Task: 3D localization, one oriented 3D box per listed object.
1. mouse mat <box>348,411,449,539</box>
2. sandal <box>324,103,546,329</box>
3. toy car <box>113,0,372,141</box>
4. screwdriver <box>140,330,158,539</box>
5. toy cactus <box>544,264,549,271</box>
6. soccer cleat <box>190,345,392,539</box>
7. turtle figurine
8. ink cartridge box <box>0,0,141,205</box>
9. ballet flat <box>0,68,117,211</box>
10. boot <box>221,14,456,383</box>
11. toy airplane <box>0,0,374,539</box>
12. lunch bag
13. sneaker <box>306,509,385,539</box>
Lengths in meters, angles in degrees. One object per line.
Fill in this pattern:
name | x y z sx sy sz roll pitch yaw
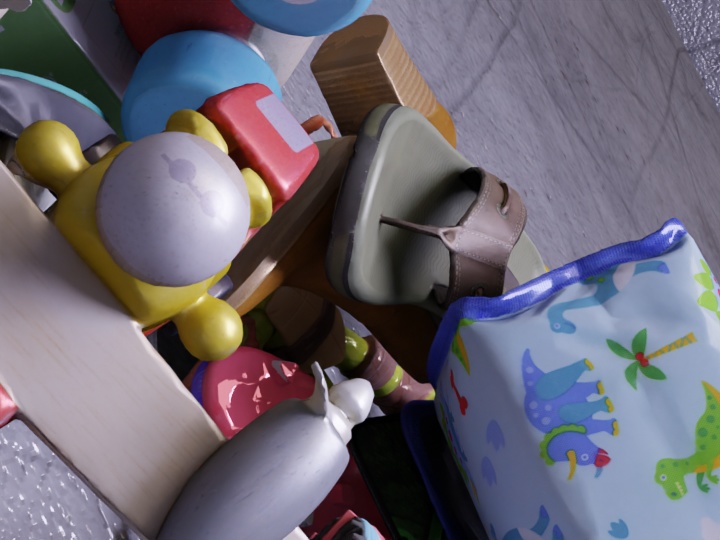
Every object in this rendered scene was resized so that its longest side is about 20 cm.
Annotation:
mouse mat | 0.062 0.132 0.815 0.161 0.008 0.200 64 19 9
sandal | 0.045 -0.012 0.762 0.201 0.057 0.080 28 74 -59
toy car | -0.088 -0.171 0.731 0.200 0.177 0.184 27 44 -11
screwdriver | -0.079 0.082 0.719 0.029 0.028 0.200 84 -1 -52
toy cactus | 0.034 0.024 0.986 0.200 0.102 0.165 33 31 -42
soccer cleat | -0.016 0.107 0.796 0.200 0.076 0.067 46 52 -31
turtle figurine | -0.030 0.037 0.858 0.161 0.064 0.200 55 38 -28
ink cartridge box | -0.125 -0.097 0.796 0.200 0.059 0.104 53 22 -25
ballet flat | -0.154 -0.045 0.652 0.200 0.073 0.073 29 38 -58
boot | 0.000 0.000 0.797 0.144 0.071 0.201 63 40 -31
toy airplane | -0.090 0.006 0.559 0.200 0.141 0.199 15 59 -31
lunch bag | 0.100 0.100 0.763 0.200 0.127 0.170 98 -29 -70
sneaker | 0.009 0.141 0.663 0.095 0.079 0.200 32 -6 -1
